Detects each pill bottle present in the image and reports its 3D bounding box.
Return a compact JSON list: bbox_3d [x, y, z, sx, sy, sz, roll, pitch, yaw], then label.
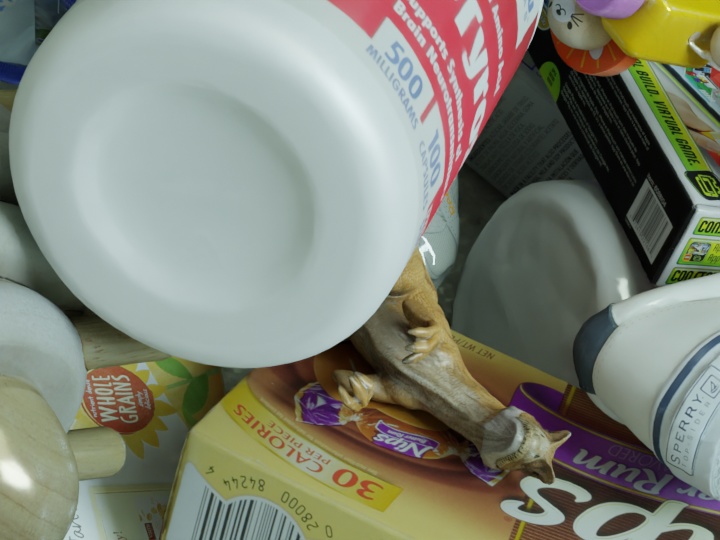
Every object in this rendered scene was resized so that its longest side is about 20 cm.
[{"bbox_3d":[0.141,0.029,1.025,0.199,0.112,0.113,3,60,-29],"label":"pill bottle"},{"bbox_3d":[-0.012,-0.070,0.828,0.112,0.112,0.200,37,37,-5],"label":"pill bottle"}]

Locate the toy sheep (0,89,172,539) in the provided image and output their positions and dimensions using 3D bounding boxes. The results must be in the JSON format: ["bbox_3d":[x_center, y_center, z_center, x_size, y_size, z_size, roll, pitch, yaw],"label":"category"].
[{"bbox_3d":[-0.136,0.003,0.825,0.137,0.138,0.200,-10,49,-34],"label":"toy sheep"}]

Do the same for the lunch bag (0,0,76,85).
[{"bbox_3d":[-0.112,-0.155,0.950,0.200,0.124,0.170,29,49,22],"label":"lunch bag"}]

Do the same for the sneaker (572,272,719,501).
[{"bbox_3d":[0.143,0.024,0.916,0.071,0.073,0.200,39,22,31],"label":"sneaker"}]

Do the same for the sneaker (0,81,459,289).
[{"bbox_3d":[-0.048,-0.030,0.982,0.199,0.076,0.092,1,67,-27],"label":"sneaker"}]

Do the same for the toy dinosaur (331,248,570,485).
[{"bbox_3d":[0.000,0.000,0.906,0.106,0.061,0.200,12,38,-32],"label":"toy dinosaur"}]

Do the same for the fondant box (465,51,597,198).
[{"bbox_3d":[0.047,-0.125,1.103,0.200,0.058,0.144,40,49,-3],"label":"fondant box"}]

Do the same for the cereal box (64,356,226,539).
[{"bbox_3d":[-0.126,0.083,0.884,0.199,0.040,0.144,3,59,-28],"label":"cereal box"}]

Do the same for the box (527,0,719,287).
[{"bbox_3d":[0.116,-0.070,1.007,0.110,0.035,0.200,4,40,-27],"label":"box"}]

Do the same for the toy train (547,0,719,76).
[{"bbox_3d":[0.112,-0.079,0.945,0.150,0.056,0.200,24,29,-27],"label":"toy train"}]

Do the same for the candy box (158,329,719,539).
[{"bbox_3d":[0.053,0.086,0.883,0.199,0.057,0.117,24,31,16],"label":"candy box"}]
